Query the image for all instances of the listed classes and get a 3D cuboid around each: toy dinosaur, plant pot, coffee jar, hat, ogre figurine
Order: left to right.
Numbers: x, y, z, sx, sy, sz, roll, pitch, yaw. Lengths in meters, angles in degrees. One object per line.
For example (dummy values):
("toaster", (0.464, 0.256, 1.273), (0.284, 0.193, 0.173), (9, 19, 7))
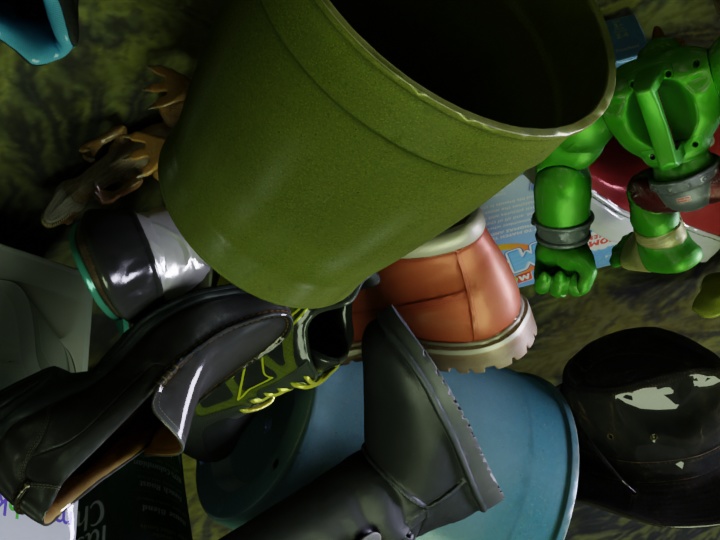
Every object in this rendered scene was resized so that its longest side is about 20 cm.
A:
("coffee jar", (-0.152, 0.171, 1.641), (0.104, 0.201, 0.085), (-34, 142, 23))
("toy dinosaur", (-0.091, -0.075, 1.472), (0.199, 0.061, 0.106), (-13, 167, 6))
("plant pot", (-0.005, -0.087, 1.350), (0.199, 0.201, 0.193), (11, 137, -34))
("plant pot", (0.004, 0.128, 1.671), (0.187, 0.201, 0.200), (24, 129, -28))
("hat", (0.192, 0.085, 1.718), (0.199, 0.201, 0.081), (-9, 118, -12))
("ogre figurine", (0.174, -0.062, 1.382), (0.199, 0.098, 0.120), (-6, 119, 35))

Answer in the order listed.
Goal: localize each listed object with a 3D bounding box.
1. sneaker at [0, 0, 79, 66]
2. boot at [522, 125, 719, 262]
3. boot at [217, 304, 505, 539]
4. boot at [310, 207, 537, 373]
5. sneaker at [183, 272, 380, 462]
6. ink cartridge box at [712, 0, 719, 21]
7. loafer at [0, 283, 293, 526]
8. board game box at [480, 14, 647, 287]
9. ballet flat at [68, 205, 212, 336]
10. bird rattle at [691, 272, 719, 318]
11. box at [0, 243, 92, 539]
("sneaker", (-0.203, -0.170, 1.258), (0.073, 0.082, 0.200), (-34, 141, 26))
("boot", (0.182, -0.086, 1.498), (0.199, 0.072, 0.145), (10, 124, -51))
("boot", (-0.029, 0.131, 1.521), (0.199, 0.066, 0.165), (-30, 127, -3))
("boot", (0.000, 0.000, 1.564), (0.199, 0.075, 0.108), (-2, 131, 27))
("sneaker", (-0.054, 0.048, 1.533), (0.074, 0.084, 0.201), (-33, 154, -48))
("ink cartridge box", (0.287, -0.145, 1.439), (0.164, 0.075, 0.200), (-37, 134, -6))
("loafer", (-0.115, 0.074, 1.436), (0.199, 0.072, 0.073), (-30, 150, -18))
("board game box", (0.096, -0.060, 1.574), (0.150, 0.037, 0.200), (-14, 144, -6))
("ballet flat", (-0.120, -0.004, 1.489), (0.068, 0.068, 0.200), (-22, 172, -3))
("bird rattle", (0.318, 0.030, 1.698), (0.199, 0.164, 0.113), (1, 161, -9))
("box", (-0.259, 0.069, 1.464), (0.096, 0.178, 0.199), (-17, 152, 42))
